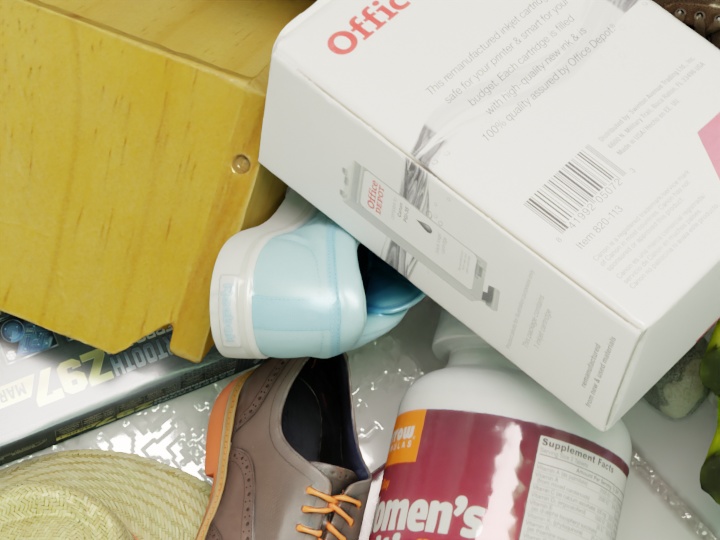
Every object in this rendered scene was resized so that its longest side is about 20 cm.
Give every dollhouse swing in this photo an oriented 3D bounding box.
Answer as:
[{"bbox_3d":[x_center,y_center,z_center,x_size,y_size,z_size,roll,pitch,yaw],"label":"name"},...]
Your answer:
[{"bbox_3d":[-0.118,-0.082,1.121,0.200,0.176,0.182,20,105,10],"label":"dollhouse swing"}]

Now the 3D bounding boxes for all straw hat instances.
[{"bbox_3d":[-0.145,0.140,1.055,0.201,0.085,0.201,-6,54,9],"label":"straw hat"}]

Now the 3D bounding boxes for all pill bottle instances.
[{"bbox_3d":[0.062,0.110,1.045,0.109,0.110,0.200,13,73,-1],"label":"pill bottle"}]

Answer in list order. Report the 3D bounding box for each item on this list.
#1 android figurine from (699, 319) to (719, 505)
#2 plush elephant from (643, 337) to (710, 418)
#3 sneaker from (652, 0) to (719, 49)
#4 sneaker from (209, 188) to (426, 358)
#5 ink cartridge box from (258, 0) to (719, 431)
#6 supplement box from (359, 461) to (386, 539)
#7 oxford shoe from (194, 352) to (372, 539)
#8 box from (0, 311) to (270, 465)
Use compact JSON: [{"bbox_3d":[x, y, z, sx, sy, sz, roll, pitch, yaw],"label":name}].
[{"bbox_3d":[0.196,0.017,1.114,0.041,0.182,0.200,6,37,18],"label":"android figurine"},{"bbox_3d":[0.109,-0.046,1.124,0.200,0.155,0.165,21,76,0],"label":"plush elephant"},{"bbox_3d":[0.205,-0.142,1.200,0.200,0.070,0.076,-12,81,-6],"label":"sneaker"},{"bbox_3d":[0.000,0.000,1.062,0.082,0.200,0.074,5,110,16],"label":"sneaker"},{"bbox_3d":[0.077,-0.053,0.988,0.200,0.083,0.146,39,58,18],"label":"ink cartridge box"},{"bbox_3d":[-0.012,0.178,1.110,0.200,0.061,0.109,-34,80,-12],"label":"supplement box"},{"bbox_3d":[-0.034,0.121,1.038,0.071,0.073,0.200,18,53,-29],"label":"oxford shoe"},{"bbox_3d":[-0.133,-0.007,1.149,0.200,0.051,0.158,-22,79,-10],"label":"box"}]
